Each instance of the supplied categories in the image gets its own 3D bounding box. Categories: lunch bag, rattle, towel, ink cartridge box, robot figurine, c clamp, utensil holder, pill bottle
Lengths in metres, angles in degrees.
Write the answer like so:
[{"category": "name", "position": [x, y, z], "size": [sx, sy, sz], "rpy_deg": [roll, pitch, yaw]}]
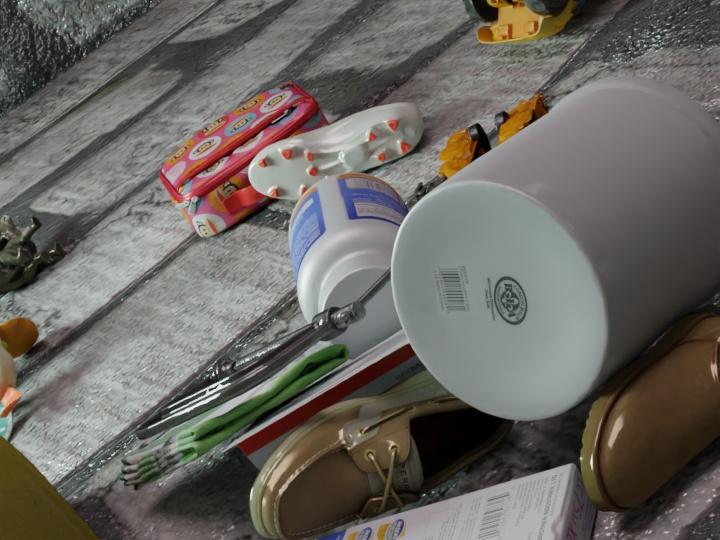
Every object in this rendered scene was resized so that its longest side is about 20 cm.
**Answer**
[{"category": "lunch bag", "position": [-0.124, -0.122, 1.833], "size": [0.199, 0.082, 0.176], "rpy_deg": [-35, 25, -4]}, {"category": "rattle", "position": [-0.362, 0.118, 1.698], "size": [0.199, 0.142, 0.131], "rpy_deg": [18, 83, 44]}, {"category": "towel", "position": [-0.102, 0.109, 1.249], "size": [0.149, 0.031, 0.200], "rpy_deg": [-33, -1, -27]}, {"category": "ink cartridge box", "position": [0.041, 0.189, 0.977], "size": [0.198, 0.042, 0.120], "rpy_deg": [-18, 24, 26]}, {"category": "robot figurine", "position": [0.120, -0.087, 1.442], "size": [0.144, 0.059, 0.201], "rpy_deg": [-24, 22, 21]}, {"category": "ink cartridge box", "position": [-0.010, 0.095, 1.149], "size": [0.162, 0.057, 0.200], "rpy_deg": [-31, 4, 3]}, {"category": "c clamp", "position": [-0.073, 0.070, 1.207], "size": [0.199, 0.027, 0.171], "rpy_deg": [-28, 7, 38]}, {"category": "utensil holder", "position": [0.138, -0.015, 1.048], "size": [0.169, 0.172, 0.200], "rpy_deg": [-13, 13, 40]}, {"category": "pill bottle", "position": [0.000, 0.000, 1.345], "size": [0.111, 0.113, 0.200], "rpy_deg": [-29, 22, 6]}]

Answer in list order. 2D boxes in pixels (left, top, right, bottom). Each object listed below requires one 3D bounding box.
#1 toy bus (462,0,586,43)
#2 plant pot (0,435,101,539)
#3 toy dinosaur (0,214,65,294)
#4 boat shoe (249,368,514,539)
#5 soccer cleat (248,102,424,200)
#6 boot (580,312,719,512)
[{"category": "toy bus", "position": [0.218, -0.348, 1.775], "size": [0.190, 0.203, 0.135], "rpy_deg": [-2, 4, -35]}, {"category": "plant pot", "position": [-0.348, 0.195, 1.276], "size": [0.194, 0.201, 0.195], "rpy_deg": [-39, 23, -19]}, {"category": "toy dinosaur", "position": [-0.436, -0.005, 2.033], "size": [0.102, 0.077, 0.201], "rpy_deg": [-36, 23, 22]}, {"category": "boat shoe", "position": [0.018, 0.122, 1.073], "size": [0.199, 0.075, 0.066], "rpy_deg": [-29, 30, -30]}, {"category": "soccer cleat", "position": [-0.024, -0.127, 1.725], "size": [0.198, 0.070, 0.078], "rpy_deg": [-17, 20, 17]}, {"category": "boot", "position": [0.242, 0.072, 0.924], "size": [0.199, 0.066, 0.175], "rpy_deg": [-5, 34, 47]}]
